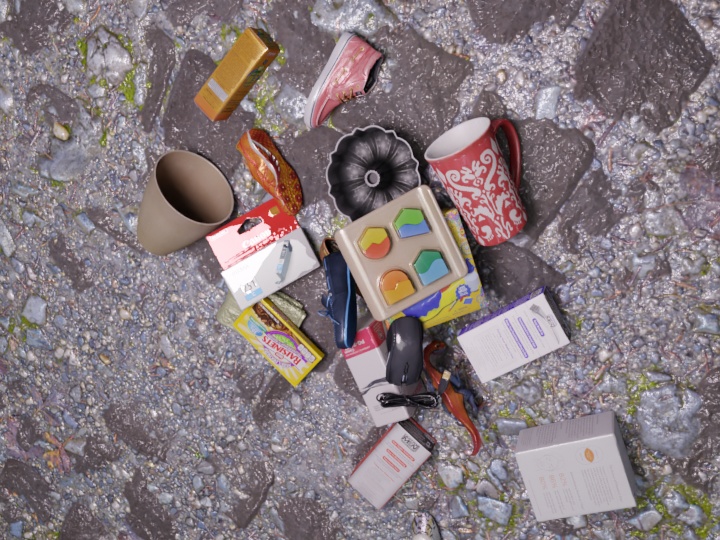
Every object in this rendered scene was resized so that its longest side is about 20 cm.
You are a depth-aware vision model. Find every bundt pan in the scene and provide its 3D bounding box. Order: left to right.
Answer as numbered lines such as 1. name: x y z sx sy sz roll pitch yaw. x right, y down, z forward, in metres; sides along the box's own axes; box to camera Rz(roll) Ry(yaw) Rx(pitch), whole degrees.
1. bundt pan: 0.033 -0.188 1.407 0.197 0.076 0.207 5 106 18

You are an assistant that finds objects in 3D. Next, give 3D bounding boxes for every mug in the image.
1. mug: 0.238 -0.169 1.297 0.175 0.134 0.202 -30 112 5

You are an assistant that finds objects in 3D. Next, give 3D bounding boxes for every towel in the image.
1. towel: -0.226 0.100 1.596 0.198 0.036 0.150 30 111 10

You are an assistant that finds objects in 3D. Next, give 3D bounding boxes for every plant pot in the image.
1. plant pot: -0.406 -0.126 1.541 0.199 0.187 0.189 -39 89 38

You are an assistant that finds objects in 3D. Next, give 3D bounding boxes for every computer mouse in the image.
1. computer mouse: 0.110 0.186 1.333 0.137 0.046 0.204 5 114 -8

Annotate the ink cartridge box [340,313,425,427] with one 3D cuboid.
1. ink cartridge box: 0.047 0.198 1.464 0.083 0.145 0.203 -22 96 24

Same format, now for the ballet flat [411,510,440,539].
1. ballet flat: 0.147 0.647 1.586 0.070 0.072 0.205 -1 103 19

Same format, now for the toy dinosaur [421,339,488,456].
1. toy dinosaur: 0.188 0.234 1.428 0.104 0.201 0.182 -37 122 9

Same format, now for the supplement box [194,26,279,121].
1. supplement box: -0.256 -0.405 1.462 0.069 0.066 0.200 45 114 4

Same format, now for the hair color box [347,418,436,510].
1. hair color box: 0.068 0.422 1.560 0.101 0.061 0.201 40 114 6

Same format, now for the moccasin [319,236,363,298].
1. moccasin: 0.001 -0.001 1.463 0.201 0.078 0.074 43 75 10

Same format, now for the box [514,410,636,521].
1. box: 0.426 0.388 1.398 0.196 0.106 0.155 -17 97 23

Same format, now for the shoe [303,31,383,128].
1. shoe: -0.034 -0.357 1.390 0.090 0.071 0.202 34 108 14

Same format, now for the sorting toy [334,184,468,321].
1. sorting toy: 0.075 -0.030 1.287 0.197 0.036 0.188 -27 96 3

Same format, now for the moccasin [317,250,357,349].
1. moccasin: -0.045 0.061 1.393 0.067 0.081 0.204 -7 61 12

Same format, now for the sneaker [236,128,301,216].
1. sneaker: -0.190 -0.203 1.499 0.077 0.072 0.203 -32 88 46

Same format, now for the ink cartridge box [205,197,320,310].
1. ink cartridge box: -0.210 -0.041 1.510 0.197 0.045 0.179 -29 94 -1

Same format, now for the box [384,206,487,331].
1. box: 0.118 0.002 1.371 0.196 0.122 0.196 -20 97 2

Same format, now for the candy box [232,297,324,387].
1. candy box: -0.183 0.154 1.564 0.200 0.026 0.102 44 113 0

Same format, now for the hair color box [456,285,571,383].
1. hair color box: 0.304 0.128 1.400 0.198 0.065 0.111 -30 92 25
